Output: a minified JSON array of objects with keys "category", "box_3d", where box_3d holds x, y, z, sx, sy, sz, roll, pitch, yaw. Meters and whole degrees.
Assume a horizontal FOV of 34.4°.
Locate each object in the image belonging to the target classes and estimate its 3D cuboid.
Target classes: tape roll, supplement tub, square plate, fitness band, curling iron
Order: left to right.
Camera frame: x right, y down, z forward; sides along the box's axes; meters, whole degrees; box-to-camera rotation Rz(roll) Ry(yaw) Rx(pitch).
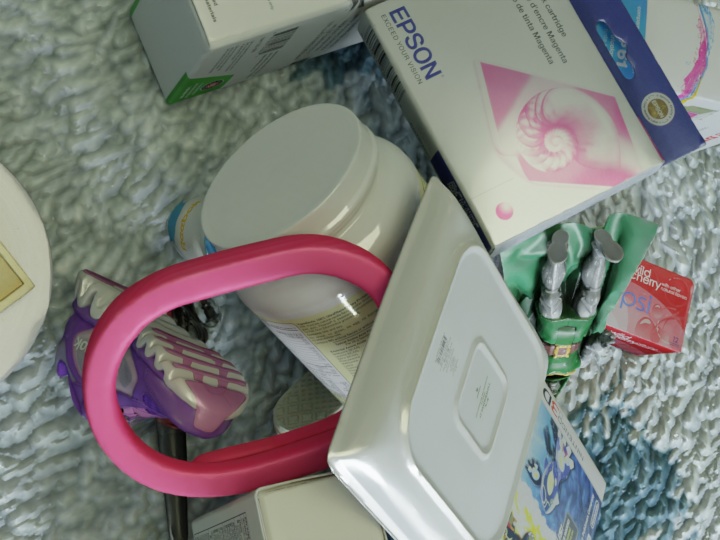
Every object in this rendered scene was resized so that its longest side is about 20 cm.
[{"category":"tape roll","box_3d":[-0.314,0.003,0.787,0.200,0.066,0.201,3,83,-22]},{"category":"curling iron","box_3d":[-0.132,0.108,0.868,0.050,0.026,0.200,4,82,-18]},{"category":"fitness band","box_3d":[-0.062,0.057,0.685,0.200,0.037,0.144,-16,111,-9]},{"category":"supplement tub","box_3d":[0.000,0.000,0.789,0.145,0.145,0.200,-54,128,-19]},{"category":"square plate","box_3d":[0.063,0.079,0.710,0.198,0.028,0.200,55,45,-43]}]

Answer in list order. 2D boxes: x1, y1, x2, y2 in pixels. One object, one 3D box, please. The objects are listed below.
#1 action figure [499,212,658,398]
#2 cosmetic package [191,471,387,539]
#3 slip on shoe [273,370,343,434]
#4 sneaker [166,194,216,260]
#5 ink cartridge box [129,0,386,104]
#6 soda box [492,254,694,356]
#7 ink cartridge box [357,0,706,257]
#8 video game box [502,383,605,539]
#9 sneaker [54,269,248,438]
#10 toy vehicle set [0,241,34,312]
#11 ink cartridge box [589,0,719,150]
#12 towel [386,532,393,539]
[{"category":"action figure","box_3d":[0.161,0.039,0.918,0.118,0.200,0.055,-1,53,0]},{"category":"cosmetic package","box_3d":[-0.046,0.190,0.731,0.071,0.200,0.105,-9,78,-21]},{"category":"slip on shoe","box_3d":[0.015,0.083,0.916,0.200,0.074,0.061,-39,135,-29]},{"category":"sneaker","box_3d":[-0.052,-0.018,0.890,0.200,0.081,0.077,19,88,-40]},{"category":"ink cartridge box","box_3d":[-0.056,-0.208,0.874,0.200,0.146,0.084,-23,90,-23]},{"category":"soda box","box_3d":[0.181,0.011,0.986,0.200,0.063,0.070,20,77,-18]},{"category":"ink cartridge box","box_3d":[0.130,-0.139,0.847,0.200,0.043,0.196,-27,82,-11]},{"category":"video game box","box_3d":[0.115,0.175,0.879,0.182,0.047,0.200,54,39,-24]},{"category":"sneaker","box_3d":[-0.151,0.074,0.792,0.080,0.200,0.089,31,89,-41]},{"category":"toy vehicle set","box_3d":[-0.325,0.021,0.731,0.200,0.027,0.124,-39,98,-21]},{"category":"ink cartridge box","box_3d":[0.244,-0.167,0.988,0.200,0.145,0.085,7,81,-21]},{"category":"towel","box_3d":[0.045,0.218,0.880,0.048,0.112,0.200,-12,89,-1]}]
